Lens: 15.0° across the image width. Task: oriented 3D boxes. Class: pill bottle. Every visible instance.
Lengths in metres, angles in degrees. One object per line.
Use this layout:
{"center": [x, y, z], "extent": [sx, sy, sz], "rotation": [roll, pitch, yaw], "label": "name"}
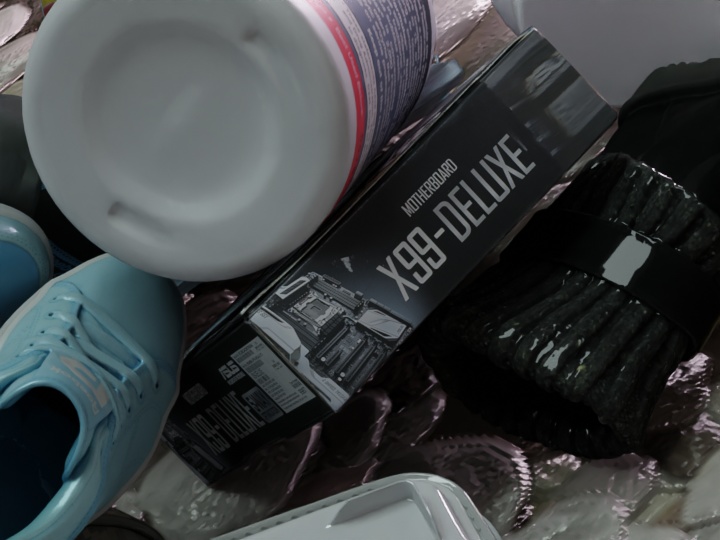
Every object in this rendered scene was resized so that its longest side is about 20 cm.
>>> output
{"center": [0.104, -0.156, 1.185], "extent": [0.116, 0.117, 0.200], "rotation": [-28, 28, 11], "label": "pill bottle"}
{"center": [-0.037, -0.083, 1.017], "extent": [0.119, 0.120, 0.200], "rotation": [-21, 12, 22], "label": "pill bottle"}

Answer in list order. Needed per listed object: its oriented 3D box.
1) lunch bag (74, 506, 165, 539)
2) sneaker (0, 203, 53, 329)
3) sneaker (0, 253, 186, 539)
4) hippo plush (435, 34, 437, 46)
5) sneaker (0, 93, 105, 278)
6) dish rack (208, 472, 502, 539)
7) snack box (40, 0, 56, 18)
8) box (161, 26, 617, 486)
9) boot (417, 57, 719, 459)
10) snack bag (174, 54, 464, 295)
{"center": [-0.174, 0.119, 1.042], "extent": [0.167, 0.140, 0.200], "rotation": [-25, 28, -20], "label": "lunch bag"}
{"center": [-0.182, 0.044, 0.963], "extent": [0.200, 0.080, 0.131], "rotation": [-25, 27, -20], "label": "sneaker"}
{"center": [-0.102, 0.053, 0.937], "extent": [0.082, 0.074, 0.200], "rotation": [-41, 13, 44], "label": "sneaker"}
{"center": [-0.036, -0.173, 1.335], "extent": [0.160, 0.200, 0.161], "rotation": [-59, -3, 21], "label": "hippo plush"}
{"center": [-0.118, -0.010, 1.122], "extent": [0.200, 0.082, 0.073], "rotation": [114, 164, -74], "label": "sneaker"}
{"center": [-0.028, 0.141, 0.869], "extent": [0.199, 0.044, 0.172], "rotation": [-19, 41, -12], "label": "dish rack"}
{"center": [-0.079, -0.167, 1.226], "extent": [0.142, 0.201, 0.053], "rotation": [-11, 9, 10], "label": "snack box"}
{"center": [0.000, 0.000, 1.046], "extent": [0.158, 0.050, 0.200], "rotation": [-46, 3, -19], "label": "box"}
{"center": [0.127, -0.009, 0.973], "extent": [0.158, 0.079, 0.211], "rotation": [-46, 16, -27], "label": "boot"}
{"center": [-0.038, -0.029, 1.174], "extent": [0.188, 0.021, 0.200], "rotation": [-37, 6, -8], "label": "snack bag"}
